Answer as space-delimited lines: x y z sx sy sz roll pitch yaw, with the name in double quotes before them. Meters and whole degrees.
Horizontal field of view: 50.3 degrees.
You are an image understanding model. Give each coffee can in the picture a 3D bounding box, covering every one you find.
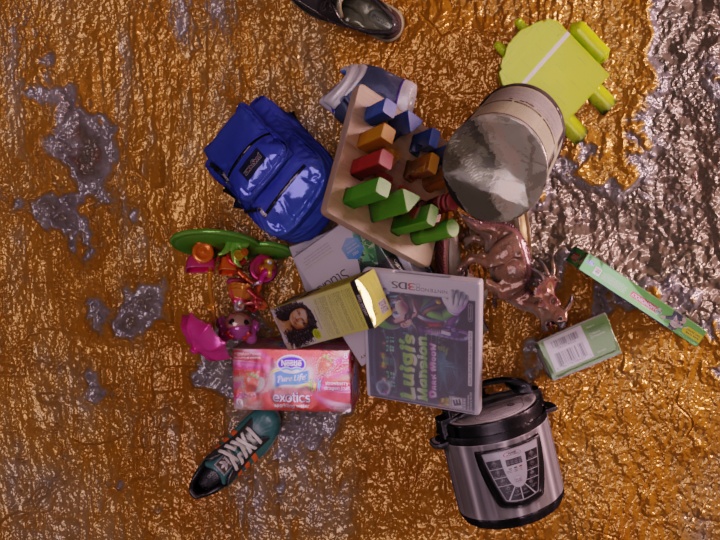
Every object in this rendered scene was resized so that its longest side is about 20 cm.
"coffee can" 0.209 -0.173 1.096 0.143 0.200 0.150 9 116 18

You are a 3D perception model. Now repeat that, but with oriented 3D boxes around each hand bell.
"hand bell" 0.163 -0.055 1.207 0.195 0.104 0.107 -9 95 22

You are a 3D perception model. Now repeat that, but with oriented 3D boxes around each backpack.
"backpack" -0.132 -0.142 1.170 0.200 0.167 0.163 46 106 19

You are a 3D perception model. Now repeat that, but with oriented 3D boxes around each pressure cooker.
"pressure cooker" 0.209 0.269 1.177 0.176 0.174 0.205 -11 94 38

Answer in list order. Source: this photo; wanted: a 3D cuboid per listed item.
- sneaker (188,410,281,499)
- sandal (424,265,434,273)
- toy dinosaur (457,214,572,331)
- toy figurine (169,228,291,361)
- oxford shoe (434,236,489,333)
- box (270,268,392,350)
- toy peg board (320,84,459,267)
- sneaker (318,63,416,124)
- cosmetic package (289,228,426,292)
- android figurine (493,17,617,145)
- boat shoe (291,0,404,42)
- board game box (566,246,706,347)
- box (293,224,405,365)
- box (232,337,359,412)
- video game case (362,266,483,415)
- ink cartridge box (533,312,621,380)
"sneaker" -0.210 0.312 1.285 0.071 0.080 0.200 44 100 1
"sandal" 0.043 -0.021 1.233 0.198 0.048 0.077 30 116 17
"toy dinosaur" 0.221 -0.010 1.111 0.133 0.086 0.204 -21 101 31
"toy figurine" -0.207 0.049 1.206 0.195 0.150 0.189 6 75 -17
"oxford shoe" 0.159 0.018 1.195 0.073 0.071 0.204 -12 122 2
"box" -0.047 0.062 1.138 0.198 0.050 0.077 -21 96 43
"toy peg board" 0.069 -0.139 1.089 0.197 0.097 0.204 26 69 -32
"sneaker" -0.003 -0.219 1.206 0.143 0.080 0.205 19 100 12
"cosmetic package" 0.000 0.000 1.204 0.196 0.051 0.154 -19 95 30
"android figurine" 0.291 -0.294 1.172 0.199 0.041 0.183 42 101 0
"boat shoe" -0.024 -0.415 1.190 0.197 0.066 0.073 25 99 5
"board game box" 0.405 0.035 1.144 0.198 0.135 0.029 34 100 3
"box" 0.004 0.027 1.159 0.143 0.036 0.202 -32 94 31
"box" -0.102 0.166 1.248 0.194 0.095 0.106 1 95 8
"video game case" 0.089 0.102 1.113 0.177 0.023 0.205 6 111 24
"ink cartridge box" 0.317 0.115 1.140 0.102 0.200 0.061 -24 80 8
